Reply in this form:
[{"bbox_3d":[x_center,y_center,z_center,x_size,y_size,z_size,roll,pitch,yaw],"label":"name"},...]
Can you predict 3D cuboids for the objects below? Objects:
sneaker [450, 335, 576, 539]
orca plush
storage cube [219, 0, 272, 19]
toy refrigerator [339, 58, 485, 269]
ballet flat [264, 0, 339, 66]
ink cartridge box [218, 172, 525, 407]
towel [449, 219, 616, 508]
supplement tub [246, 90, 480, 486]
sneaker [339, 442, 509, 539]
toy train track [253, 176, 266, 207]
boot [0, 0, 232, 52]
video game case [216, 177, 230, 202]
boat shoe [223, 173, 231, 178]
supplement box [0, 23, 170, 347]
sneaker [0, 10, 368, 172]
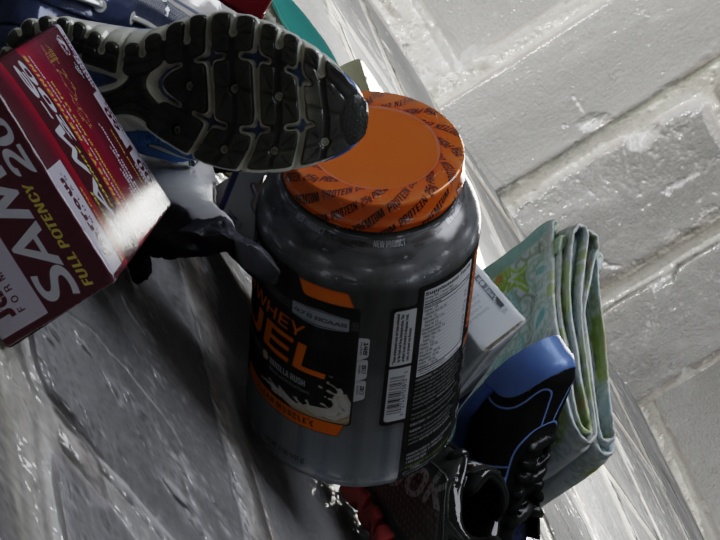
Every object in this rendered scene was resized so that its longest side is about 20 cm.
[{"bbox_3d":[0.089,0.127,1.585,0.070,0.200,0.078,-17,59,-43],"label":"sneaker"},{"bbox_3d":[-0.100,-0.025,1.365,0.200,0.105,0.072,33,-56,49],"label":"orca plush"},{"bbox_3d":[-0.097,-0.286,1.588,0.179,0.171,0.200,30,17,-17],"label":"storage cube"},{"bbox_3d":[0.014,-0.047,1.752,0.200,0.076,0.070,54,16,-49],"label":"toy refrigerator"},{"bbox_3d":[-0.036,-0.107,1.641,0.200,0.072,0.072,55,4,39],"label":"ballet flat"},{"bbox_3d":[0.000,0.000,1.565,0.200,0.041,0.200,49,-24,8],"label":"ink cartridge box"},{"bbox_3d":[0.094,0.079,1.691,0.048,0.200,0.172,16,55,-27],"label":"towel"},{"bbox_3d":[0.001,0.010,1.401,0.123,0.122,0.201,-114,-159,-46],"label":"supplement tub"},{"bbox_3d":[0.034,0.128,1.541,0.071,0.098,0.201,43,16,-50],"label":"sneaker"},{"bbox_3d":[-0.080,-0.132,1.724,0.115,0.032,0.201,32,55,-74],"label":"toy train track"},{"bbox_3d":[-0.137,-0.126,1.433,0.200,0.072,0.091,32,70,-53],"label":"boot"},{"bbox_3d":[-0.031,0.023,1.813,0.183,0.023,0.200,60,8,8],"label":"video game case"},{"bbox_3d":[-0.115,-0.149,1.765,0.200,0.066,0.074,55,9,-27],"label":"boat shoe"},{"bbox_3d":[-0.149,-0.044,1.172,0.109,0.061,0.200,58,8,-8],"label":"supplement box"},{"bbox_3d":[-0.082,-0.092,1.304,0.089,0.199,0.079,4,96,-64],"label":"sneaker"}]
